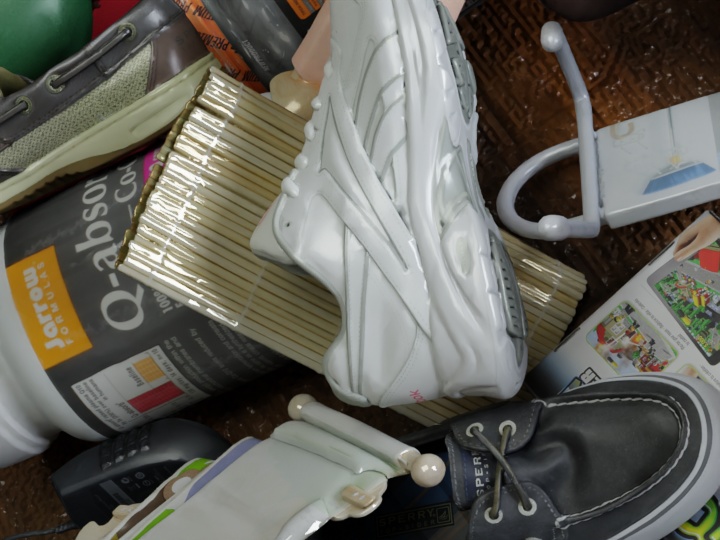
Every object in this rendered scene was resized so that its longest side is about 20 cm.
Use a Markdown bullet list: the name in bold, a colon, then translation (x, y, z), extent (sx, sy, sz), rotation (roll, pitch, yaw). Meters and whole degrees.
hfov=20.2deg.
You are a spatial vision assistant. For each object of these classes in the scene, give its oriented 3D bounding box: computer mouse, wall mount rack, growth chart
- **computer mouse**: translation (-0.140, 0.112, 0.935), extent (0.199, 0.059, 0.034), rotation (-20, 40, 21)
- **wall mount rack**: translation (0.141, -0.059, 0.840), extent (0.199, 0.075, 0.174), rotation (-17, 35, 16)
- **growth chart**: translation (-0.073, 0.116, 0.814), extent (0.200, 0.018, 0.145), rotation (-37, 23, -11)

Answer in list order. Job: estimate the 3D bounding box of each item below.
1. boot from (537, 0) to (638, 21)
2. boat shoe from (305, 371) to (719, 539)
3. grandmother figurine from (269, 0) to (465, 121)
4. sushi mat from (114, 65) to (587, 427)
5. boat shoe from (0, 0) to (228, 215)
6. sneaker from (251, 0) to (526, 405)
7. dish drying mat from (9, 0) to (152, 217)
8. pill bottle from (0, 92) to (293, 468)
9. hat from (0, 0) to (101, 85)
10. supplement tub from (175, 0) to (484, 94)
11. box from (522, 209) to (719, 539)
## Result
- **boot**: translation (0.155, -0.125, 0.795), extent (0.200, 0.072, 0.167), rotation (-37, 43, 28)
- **boat shoe**: translation (0.051, 0.084, 0.812), extent (0.199, 0.066, 0.070), rotation (-16, 72, 36)
- **grandmother figurine**: translation (0.039, -0.148, 0.867), extent (0.061, 0.121, 0.200), rotation (46, 118, 34)
- **sushi mat**: translation (0.000, 0.000, 0.851), extent (0.012, 0.200, 0.096), rotation (-9, 56, 66)
- **boat shoe**: translation (-0.157, -0.064, 0.919), extent (0.199, 0.073, 0.065), rotation (-26, 98, 9)
- **sneaker**: translation (0.000, -0.041, 0.797), extent (0.099, 0.078, 0.201), rotation (-14, 76, 11)
- **dish drying mat**: translation (-0.126, -0.103, 1.054), extent (0.077, 0.018, 0.201), rotation (3, 68, 32)
- **pill bottle**: translation (-0.099, 0.009, 0.924), extent (0.199, 0.116, 0.117), rotation (-25, 57, 13)
- **hat**: translation (-0.133, -0.113, 0.961), extent (0.175, 0.201, 0.166), rotation (0, 35, 20)
- **supplement tub**: translation (0.003, -0.163, 0.957), extent (0.200, 0.123, 0.123), rotation (-34, 55, 7)
- **box**: translation (0.166, 0.077, 0.807), extent (0.110, 0.035, 0.200), rotation (-42, 55, 2)
